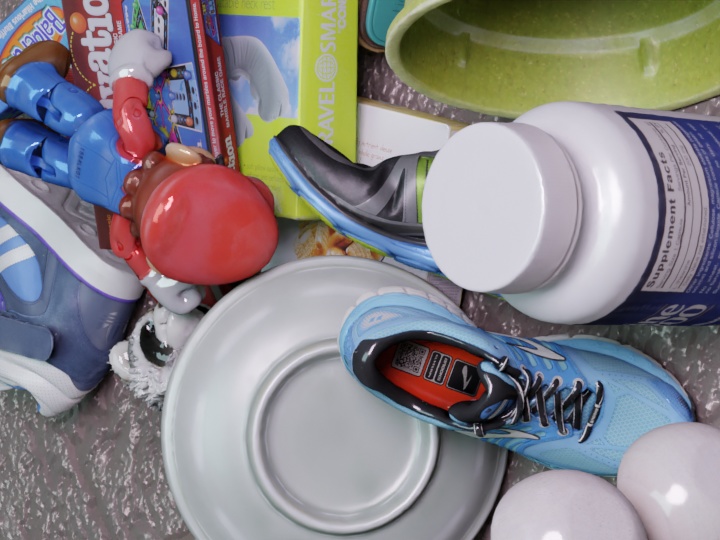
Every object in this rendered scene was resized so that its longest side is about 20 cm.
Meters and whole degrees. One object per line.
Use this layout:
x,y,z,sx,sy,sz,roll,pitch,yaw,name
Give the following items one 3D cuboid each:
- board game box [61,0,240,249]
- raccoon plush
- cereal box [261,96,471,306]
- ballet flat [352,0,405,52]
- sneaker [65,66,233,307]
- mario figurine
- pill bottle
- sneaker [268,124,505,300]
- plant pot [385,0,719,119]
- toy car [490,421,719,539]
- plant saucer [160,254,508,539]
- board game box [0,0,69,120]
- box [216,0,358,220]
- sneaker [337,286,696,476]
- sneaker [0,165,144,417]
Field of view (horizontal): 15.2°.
-0.123,-0.107,1.582,0.103,0.019,0.201,4,111,34,board game box
-0.088,0.110,1.616,0.134,0.096,0.201,22,119,52,raccoon plush
0.000,0.000,1.605,0.144,0.039,0.201,16,101,46,cereal box
0.027,-0.227,1.569,0.063,0.068,0.201,46,119,51,ballet flat
-0.102,-0.065,1.690,0.078,0.115,0.201,5,127,51,sneaker
-0.118,-0.057,1.556,0.200,0.124,0.106,33,70,31,mario figurine
0.128,-0.027,1.366,0.111,0.199,0.112,-2,87,45,pill bottle
0.044,-0.040,1.506,0.199,0.071,0.083,20,89,8,sneaker
0.113,-0.199,1.413,0.200,0.200,0.185,-17,65,43,plant pot
0.128,0.181,1.370,0.150,0.199,0.175,61,144,17,toy car
-0.011,0.092,1.513,0.050,0.199,0.201,-170,83,-83,plant saucer
-0.167,-0.165,1.699,0.200,0.152,0.045,-37,91,39,board game box
-0.051,-0.134,1.594,0.122,0.047,0.201,9,99,54,box
0.081,0.071,1.441,0.199,0.090,0.079,14,102,1,sneaker
-0.233,0.005,1.809,0.200,0.080,0.147,44,115,30,sneaker
